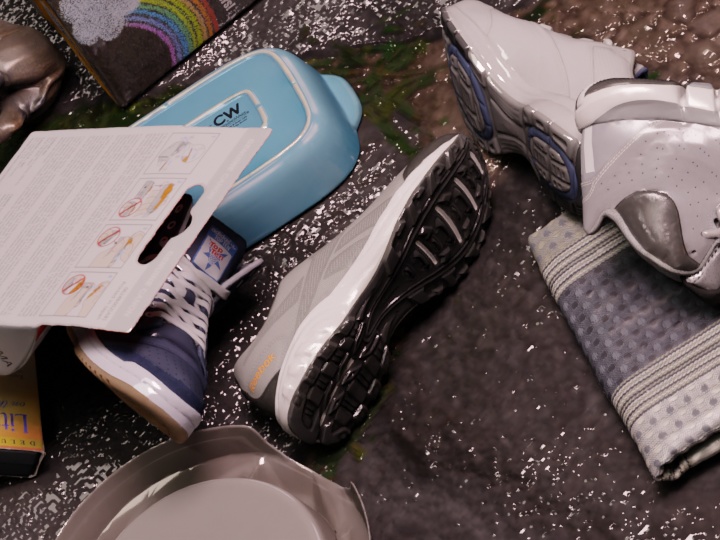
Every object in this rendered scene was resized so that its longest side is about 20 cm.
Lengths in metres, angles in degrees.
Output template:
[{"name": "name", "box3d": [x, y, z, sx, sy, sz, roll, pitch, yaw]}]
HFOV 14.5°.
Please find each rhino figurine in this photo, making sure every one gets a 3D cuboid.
[{"name": "rhino figurine", "box3d": [-0.268, -0.141, 1.819, 0.087, 0.060, 0.200, -37, 45, -28]}]

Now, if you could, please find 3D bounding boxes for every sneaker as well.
[{"name": "sneaker", "box3d": [0.000, 0.000, 1.576, 0.079, 0.074, 0.200, 24, 70, 43]}, {"name": "sneaker", "box3d": [0.210, -0.038, 1.471, 0.200, 0.075, 0.116, 2, 84, 13]}, {"name": "sneaker", "box3d": [-0.101, 0.023, 1.561, 0.109, 0.070, 0.200, -47, 18, -1]}, {"name": "sneaker", "box3d": [0.111, -0.101, 1.597, 0.087, 0.075, 0.200, -26, 41, -16]}]

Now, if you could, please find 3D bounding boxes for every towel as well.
[{"name": "towel", "box3d": [0.207, -0.002, 1.503, 0.200, 0.035, 0.193, -32, 46, 6]}]

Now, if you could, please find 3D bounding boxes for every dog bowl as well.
[{"name": "dog bowl", "box3d": [-0.075, 0.182, 1.492, 0.200, 0.059, 0.200, -14, 53, 19]}]

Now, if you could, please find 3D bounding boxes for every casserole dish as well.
[{"name": "casserole dish", "box3d": [-0.094, -0.063, 1.690, 0.200, 0.039, 0.121, -32, 49, 2]}]

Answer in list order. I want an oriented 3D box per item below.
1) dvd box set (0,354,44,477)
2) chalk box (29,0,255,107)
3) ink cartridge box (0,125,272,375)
[{"name": "dvd box set", "box3d": [-0.265, 0.030, 1.663, 0.146, 0.029, 0.200, 4, 49, -19]}, {"name": "chalk box", "box3d": [-0.125, -0.228, 1.768, 0.200, 0.125, 0.124, -39, 49, -5]}, {"name": "ink cartridge box", "box3d": [-0.150, -0.012, 1.587, 0.200, 0.047, 0.160, 1, 47, 41]}]
